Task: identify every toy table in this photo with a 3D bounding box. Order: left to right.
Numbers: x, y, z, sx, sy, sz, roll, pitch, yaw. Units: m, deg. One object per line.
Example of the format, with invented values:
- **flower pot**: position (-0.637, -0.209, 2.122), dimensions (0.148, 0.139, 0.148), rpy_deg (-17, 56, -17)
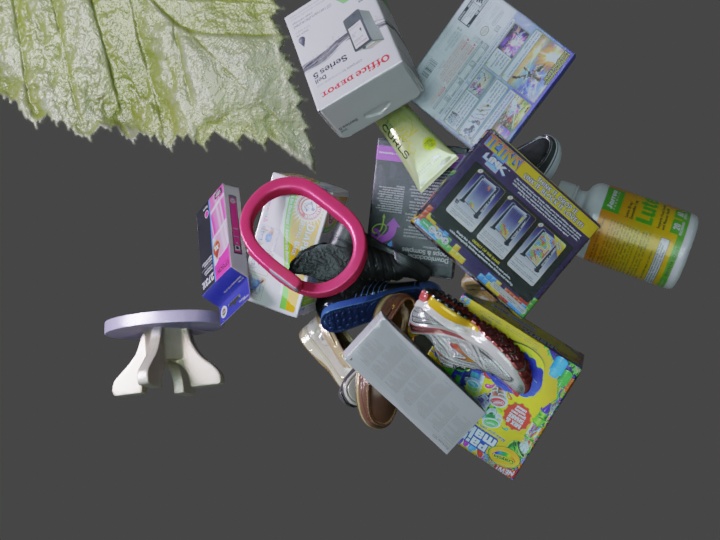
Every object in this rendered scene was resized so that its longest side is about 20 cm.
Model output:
- **toy table**: position (-0.311, 0.134, 1.543), dimensions (0.198, 0.184, 0.119), rpy_deg (-10, 75, 23)

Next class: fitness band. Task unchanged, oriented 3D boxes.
- **fitness band**: position (-0.081, -0.048, 1.387), dimensions (0.199, 0.037, 0.144), rpy_deg (38, 77, 19)

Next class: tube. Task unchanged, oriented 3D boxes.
- **tube**: position (0.063, -0.216, 1.450), dimensions (0.201, 0.052, 0.058), rpy_deg (55, 149, 19)

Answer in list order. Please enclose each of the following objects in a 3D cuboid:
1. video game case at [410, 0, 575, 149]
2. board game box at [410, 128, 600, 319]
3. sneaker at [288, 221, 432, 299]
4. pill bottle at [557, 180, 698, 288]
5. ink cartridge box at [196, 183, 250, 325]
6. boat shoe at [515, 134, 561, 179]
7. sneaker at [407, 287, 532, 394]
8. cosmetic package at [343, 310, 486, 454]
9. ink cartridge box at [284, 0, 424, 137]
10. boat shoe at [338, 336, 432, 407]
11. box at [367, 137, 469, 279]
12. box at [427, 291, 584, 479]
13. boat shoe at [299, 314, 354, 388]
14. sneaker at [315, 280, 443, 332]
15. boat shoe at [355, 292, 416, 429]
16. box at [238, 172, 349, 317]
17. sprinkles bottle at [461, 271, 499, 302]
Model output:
- **video game case**: position (0.188, -0.291, 1.440), dimensions (0.181, 0.045, 0.201), rpy_deg (40, 102, 10)
- **board game box**: position (0.193, -0.063, 1.306), dimensions (0.200, 0.057, 0.166), rpy_deg (41, 90, -3)
- **sneaker**: position (0.001, 0.000, 1.434), dimensions (0.198, 0.060, 0.105), rpy_deg (27, 89, -15)
- **pill bottle**: position (0.367, -0.058, 1.379), dimensions (0.198, 0.111, 0.112), rpy_deg (20, 99, 12)
- **ink cartridge box**: position (-0.214, -0.026, 1.501), dimensions (0.095, 0.037, 0.202), rpy_deg (-40, 51, 41)
- **boat shoe**: position (0.199, -0.128, 1.359), dimensions (0.199, 0.066, 0.070), rpy_deg (-39, 54, 1)
- **sneaker**: position (0.153, 0.109, 1.347), dimensions (0.199, 0.078, 0.083), rpy_deg (36, 106, 20)
- **cosmetic package**: position (0.074, 0.156, 1.347), dimensions (0.200, 0.051, 0.083), rpy_deg (44, 92, -9)
- **ink cartridge box**: position (-0.011, -0.320, 1.426), dimensions (0.145, 0.084, 0.202), rpy_deg (-28, 58, 14)
- **boat shoe**: position (0.042, 0.131, 1.466), dimensions (0.200, 0.057, 0.067), rpy_deg (-40, 96, -21)
- **box**: position (0.085, -0.095, 1.487), dimensions (0.141, 0.036, 0.203), rpy_deg (9, 95, 14)
- **box**: position (0.196, 0.162, 1.434), dimensions (0.199, 0.122, 0.194), rpy_deg (31, 101, 10)
- **boat shoe**: position (-0.008, 0.144, 1.507), dimensions (0.200, 0.074, 0.069), rpy_deg (44, 108, 8)
- **sneaker**: position (0.028, 0.038, 1.495), dimensions (0.197, 0.078, 0.071), rpy_deg (-9, 130, -6)
- **boat shoe**: position (0.042, 0.128, 1.399), dimensions (0.071, 0.067, 0.202), rpy_deg (16, 77, -17)
- **box**: position (-0.101, -0.043, 1.497), dimensions (0.100, 0.112, 0.202), rpy_deg (19, 97, 11)
- **sprinkles bottle**: position (0.207, -0.057, 1.399), dimensions (0.068, 0.068, 0.202), rpy_deg (18, 70, 12)
